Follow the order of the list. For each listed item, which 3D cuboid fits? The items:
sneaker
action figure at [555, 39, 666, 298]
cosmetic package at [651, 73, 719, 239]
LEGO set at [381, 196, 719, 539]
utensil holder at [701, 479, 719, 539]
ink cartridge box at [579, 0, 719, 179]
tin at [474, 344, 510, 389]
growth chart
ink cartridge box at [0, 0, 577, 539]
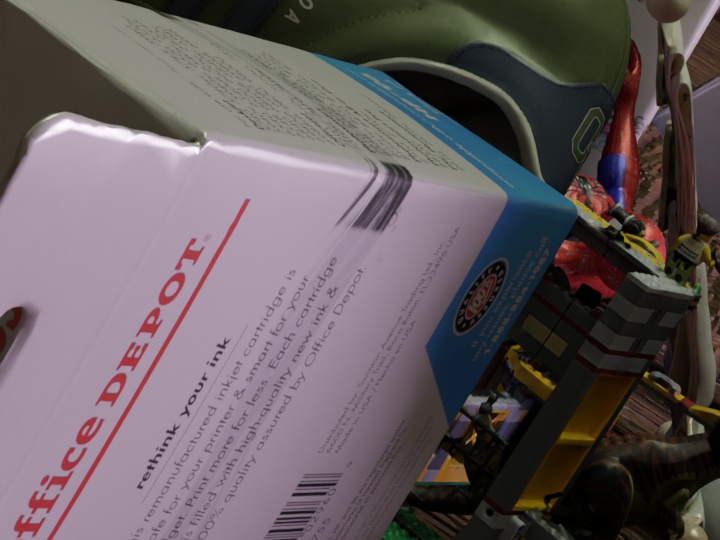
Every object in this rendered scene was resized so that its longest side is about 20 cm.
[{"bbox_3d":[-0.031,-0.057,0.619,0.200,0.090,0.067,5,-20,8],"label":"sneaker"},{"bbox_3d":[0.046,-0.055,0.782,0.065,0.099,0.200,11,16,-32],"label":"action figure"},{"bbox_3d":[0.208,-0.004,0.962,0.200,0.107,0.090,63,16,1],"label":"cosmetic package"},{"bbox_3d":[0.092,0.049,0.656,0.154,0.116,0.200,14,22,-50],"label":"LEGO set"},{"bbox_3d":[0.233,0.044,0.809,0.170,0.200,0.170,30,14,-8],"label":"utensil holder"},{"bbox_3d":[0.055,-0.108,0.965,0.147,0.200,0.145,31,11,0],"label":"ink cartridge box"},{"bbox_3d":[0.000,0.000,0.809,0.200,0.042,0.112,28,18,-12],"label":"tin"},{"bbox_3d":[0.105,-0.015,0.826,0.018,0.200,0.145,-3,7,5],"label":"growth chart"},{"bbox_3d":[-0.049,0.010,0.494,0.068,0.116,0.200,37,14,26],"label":"ink cartridge box"}]
